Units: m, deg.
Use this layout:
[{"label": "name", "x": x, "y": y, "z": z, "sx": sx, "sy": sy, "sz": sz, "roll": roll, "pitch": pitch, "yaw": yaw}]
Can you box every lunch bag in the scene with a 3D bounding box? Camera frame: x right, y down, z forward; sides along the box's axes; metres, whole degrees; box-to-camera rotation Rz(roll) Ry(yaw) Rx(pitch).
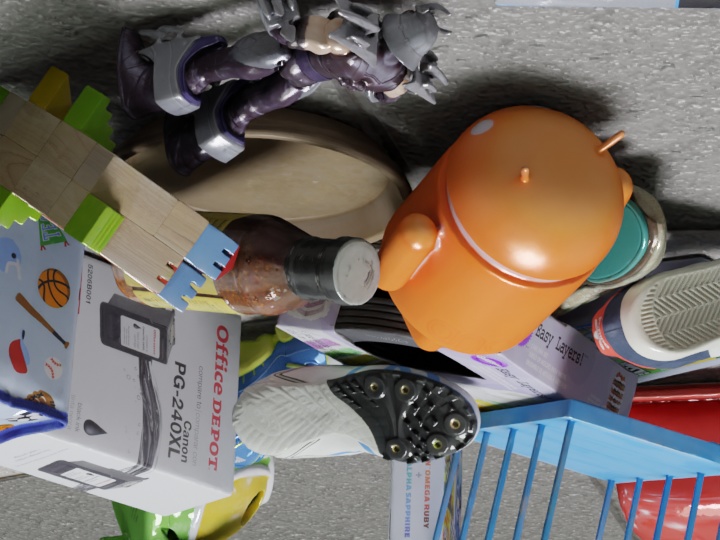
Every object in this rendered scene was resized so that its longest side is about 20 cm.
[{"label": "lunch bag", "x": -0.287, "y": 0.030, "z": 1.716, "sx": 0.200, "sy": 0.170, "sz": 0.124, "roll": -16, "pitch": 148, "yaw": 42}]

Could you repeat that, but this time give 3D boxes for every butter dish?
[{"label": "butter dish", "x": 0.277, "y": 0.177, "z": 2.039, "sx": 0.199, "sy": 0.148, "sz": 0.200, "roll": -4, "pitch": 157, "yaw": 17}]

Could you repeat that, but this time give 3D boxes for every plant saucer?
[{"label": "plant saucer", "x": -0.065, "y": -0.057, "z": 1.654, "sx": 0.200, "sy": 0.030, "sz": 0.200, "roll": 3, "pitch": 158, "yaw": 1}]

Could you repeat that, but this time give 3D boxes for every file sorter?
[{"label": "file sorter", "x": 0.151, "y": 0.170, "z": 1.799, "sx": 0.139, "sy": 0.123, "sz": 0.200, "roll": 17, "pitch": 167, "yaw": -18}]

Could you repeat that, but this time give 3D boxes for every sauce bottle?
[{"label": "sauce bottle", "x": -0.070, "y": -0.003, "z": 1.606, "sx": 0.200, "sy": 0.066, "sz": 0.066, "roll": 6, "pitch": 166, "yaw": 44}]

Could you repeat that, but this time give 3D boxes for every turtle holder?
[{"label": "turtle holder", "x": -0.134, "y": 0.158, "z": 2.027, "sx": 0.132, "sy": 0.141, "sz": 0.186, "roll": -5, "pitch": -155, "yaw": -20}]

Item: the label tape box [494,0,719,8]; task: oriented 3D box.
[{"label": "label tape box", "x": 0.133, "y": -0.194, "z": 1.225, "sx": 0.143, "sy": 0.066, "sz": 0.200, "roll": 2, "pitch": 160, "yaw": 4}]

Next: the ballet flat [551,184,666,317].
[{"label": "ballet flat", "x": 0.158, "y": -0.017, "z": 1.702, "sx": 0.062, "sy": 0.068, "sz": 0.200, "roll": -14, "pitch": 173, "yaw": -27}]

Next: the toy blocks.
[{"label": "toy blocks", "x": -0.140, "y": -0.032, "z": 1.527, "sx": 0.137, "sy": 0.100, "sz": 0.200, "roll": 36, "pitch": 177, "yaw": -34}]

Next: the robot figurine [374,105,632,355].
[{"label": "robot figurine", "x": 0.087, "y": -0.025, "z": 1.583, "sx": 0.144, "sy": 0.117, "sz": 0.200, "roll": 22, "pitch": 146, "yaw": -13}]

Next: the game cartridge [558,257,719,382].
[{"label": "game cartridge", "x": 0.192, "y": 0.040, "z": 1.857, "sx": 0.200, "sy": 0.041, "sz": 0.133, "roll": -17, "pitch": 147, "yaw": 41}]

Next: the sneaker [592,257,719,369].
[{"label": "sneaker", "x": 0.242, "y": 0.024, "z": 1.727, "sx": 0.200, "sy": 0.075, "sz": 0.085, "roll": -4, "pitch": 171, "yaw": -27}]

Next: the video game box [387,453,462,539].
[{"label": "video game box", "x": 0.051, "y": 0.161, "z": 1.987, "sx": 0.047, "sy": 0.182, "sz": 0.200, "roll": -2, "pitch": 159, "yaw": 5}]

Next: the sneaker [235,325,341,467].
[{"label": "sneaker", "x": -0.058, "y": 0.093, "z": 1.931, "sx": 0.200, "sy": 0.105, "sz": 0.076, "roll": -15, "pitch": 152, "yaw": 40}]

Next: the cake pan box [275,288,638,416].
[{"label": "cake pan box", "x": 0.066, "y": 0.053, "z": 1.783, "sx": 0.184, "sy": 0.052, "sz": 0.200, "roll": 5, "pitch": 163, "yaw": 32}]

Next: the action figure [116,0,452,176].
[{"label": "action figure", "x": -0.038, "y": -0.118, "z": 1.450, "sx": 0.200, "sy": 0.069, "sz": 0.130, "roll": -14, "pitch": 146, "yaw": 29}]

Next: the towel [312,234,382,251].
[{"label": "towel", "x": 0.000, "y": 0.000, "z": 1.803, "sx": 0.200, "sy": 0.023, "sz": 0.144, "roll": 0, "pitch": 161, "yaw": 13}]

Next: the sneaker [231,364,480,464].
[{"label": "sneaker", "x": 0.002, "y": 0.095, "z": 1.809, "sx": 0.200, "sy": 0.072, "sz": 0.072, "roll": -2, "pitch": -166, "yaw": 37}]

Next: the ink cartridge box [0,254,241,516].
[{"label": "ink cartridge box", "x": -0.183, "y": 0.078, "z": 1.856, "sx": 0.200, "sy": 0.145, "sz": 0.083, "roll": 22, "pitch": 150, "yaw": -39}]
